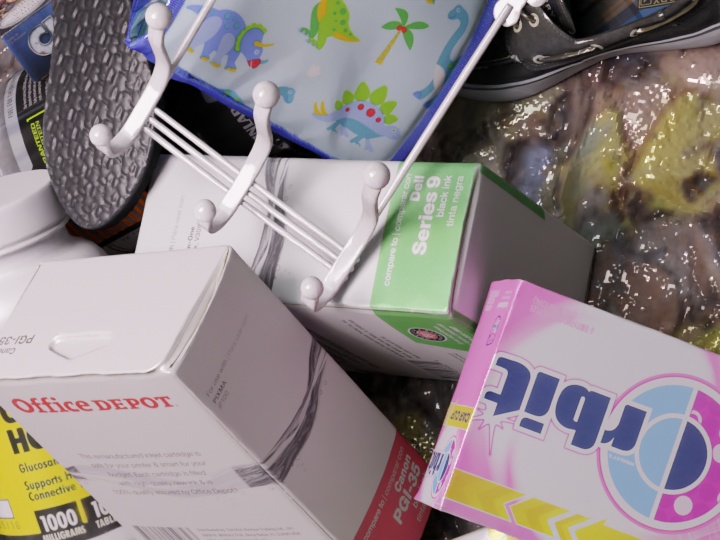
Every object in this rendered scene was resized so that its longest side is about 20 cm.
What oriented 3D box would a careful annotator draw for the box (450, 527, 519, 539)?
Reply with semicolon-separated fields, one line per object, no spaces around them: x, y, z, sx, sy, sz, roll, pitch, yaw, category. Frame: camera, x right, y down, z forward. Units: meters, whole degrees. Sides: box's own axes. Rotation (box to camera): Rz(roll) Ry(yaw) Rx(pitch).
0.033;0.208;1.344;0.199;0.048;0.118;-23;64;26;box

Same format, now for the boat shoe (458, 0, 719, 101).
0.114;-0.141;1.389;0.199;0.057;0.069;-11;70;30;boat shoe

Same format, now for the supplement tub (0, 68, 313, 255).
-0.125;-0.082;1.476;0.199;0.122;0.123;-26;64;21;supplement tub

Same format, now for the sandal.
-0.128;-0.120;1.386;0.075;0.048;0.202;-9;77;34;sandal

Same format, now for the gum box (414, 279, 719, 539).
0.141;0.092;1.244;0.199;0.066;0.114;20;86;-8;gum box

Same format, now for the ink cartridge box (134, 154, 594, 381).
0.000;0.000;1.363;0.199;0.146;0.085;4;75;31;ink cartridge box

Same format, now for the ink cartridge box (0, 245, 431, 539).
-0.076;0.081;1.332;0.146;0.200;0.083;-4;48;40;ink cartridge box

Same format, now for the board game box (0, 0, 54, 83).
-0.123;-0.192;1.485;0.200;0.035;0.136;-37;21;-2;board game box

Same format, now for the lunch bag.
-0.016;-0.168;1.374;0.127;0.169;0.201;4;69;61;lunch bag

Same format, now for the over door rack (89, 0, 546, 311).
-0.023;-0.104;1.259;0.147;0.067;0.201;36;94;13;over door rack

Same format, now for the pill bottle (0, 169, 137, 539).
-0.174;0.053;1.418;0.112;0.112;0.201;-10;107;28;pill bottle
